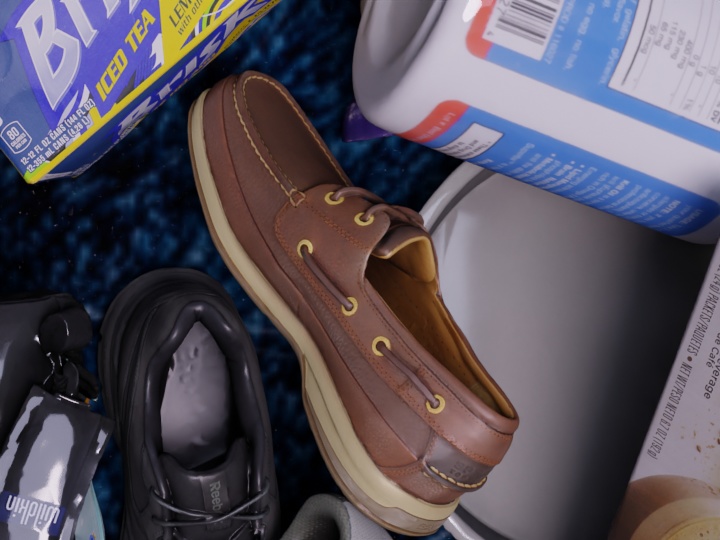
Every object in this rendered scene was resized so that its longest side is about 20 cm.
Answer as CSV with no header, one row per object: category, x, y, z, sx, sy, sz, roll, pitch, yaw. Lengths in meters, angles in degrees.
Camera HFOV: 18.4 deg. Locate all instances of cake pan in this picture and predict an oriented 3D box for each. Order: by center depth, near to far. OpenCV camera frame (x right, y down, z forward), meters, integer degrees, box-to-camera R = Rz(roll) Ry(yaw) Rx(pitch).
cake pan,0.102,0.033,0.913,0.200,0.037,0.201,0,90,-11

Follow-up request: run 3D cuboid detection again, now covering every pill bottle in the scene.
pill bottle,0.107,-0.075,0.835,0.200,0.112,0.112,20,86,-19

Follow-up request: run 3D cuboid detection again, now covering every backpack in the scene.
backpack,-0.159,0.113,0.819,0.167,0.127,0.200,-8,94,2

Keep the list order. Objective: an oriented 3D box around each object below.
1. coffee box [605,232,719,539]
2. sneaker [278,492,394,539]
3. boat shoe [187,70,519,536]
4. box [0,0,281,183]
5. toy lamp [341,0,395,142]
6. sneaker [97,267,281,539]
coffee box,0.164,0.074,0.798,0.113,0.080,0.200,31,123,23
sneaker,-0.055,0.160,0.791,0.200,0.074,0.079,-46,123,-27
boat shoe,0.000,0.000,0.843,0.068,0.072,0.200,-41,62,27
box,-0.064,-0.121,0.837,0.200,0.064,0.070,-40,88,10
toy lamp,0.003,-0.154,0.886,0.058,0.058,0.200,-9,94,-11
sneaker,-0.062,0.100,0.855,0.076,0.091,0.200,-11,93,-12
